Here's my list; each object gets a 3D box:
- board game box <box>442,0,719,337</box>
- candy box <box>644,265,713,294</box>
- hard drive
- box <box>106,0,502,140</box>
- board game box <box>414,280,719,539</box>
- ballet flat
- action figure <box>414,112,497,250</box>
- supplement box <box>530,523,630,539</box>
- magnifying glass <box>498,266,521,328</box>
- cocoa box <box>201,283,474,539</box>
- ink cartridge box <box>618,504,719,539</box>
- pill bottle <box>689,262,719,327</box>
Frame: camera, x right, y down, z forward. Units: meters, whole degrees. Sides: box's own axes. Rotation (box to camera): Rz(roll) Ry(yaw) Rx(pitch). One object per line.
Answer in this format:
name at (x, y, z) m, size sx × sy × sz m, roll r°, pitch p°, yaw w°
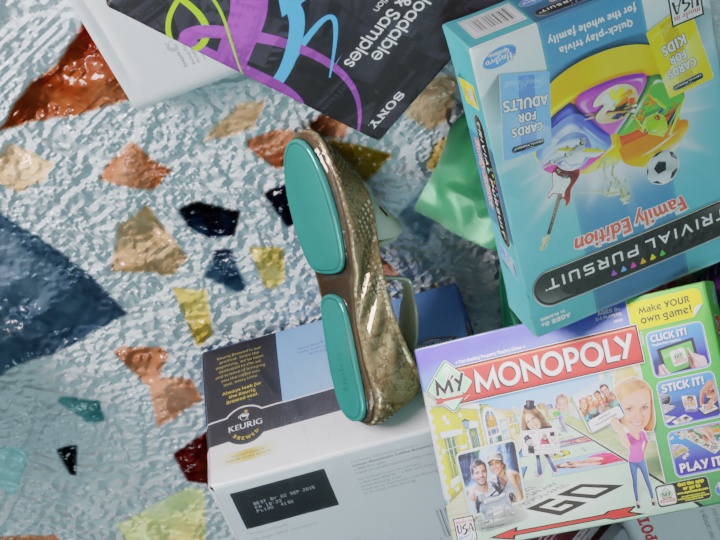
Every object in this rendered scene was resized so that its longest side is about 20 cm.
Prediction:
board game box at (0.145, -0.077, 1.093) m, size 0.150 × 0.047 × 0.202 m, roll -22°, pitch 121°, yaw -9°
candy box at (0.241, -0.025, 1.242) m, size 0.198 × 0.077 × 0.170 m, roll -5°, pitch 133°, yaw -7°
hard drive at (-0.070, -0.180, 1.071) m, size 0.198 × 0.026 × 0.132 m, roll -20°, pitch 134°, yaw 9°
box at (-0.027, -0.168, 1.047) m, size 0.199 × 0.036 × 0.143 m, roll 22°, pitch 127°, yaw -30°
board game box at (0.140, 0.094, 1.154) m, size 0.198 × 0.136 × 0.029 m, roll -15°, pitch 173°, yaw 23°
ballet flat at (0.000, 0.000, 1.202) m, size 0.065 × 0.070 × 0.202 m, roll -18°, pitch 105°, yaw -28°
action figure at (0.112, -0.105, 1.143) m, size 0.117 × 0.055 × 0.202 m, roll 23°, pitch 120°, yaw 15°
supplement box at (0.096, 0.198, 1.332) m, size 0.109 × 0.199 × 0.061 m, roll -46°, pitch 136°, yaw -15°
magnifying glass at (0.117, 0.061, 1.315) m, size 0.022 × 0.080 × 0.201 m, roll -19°, pitch 148°, yaw -15°
cocoa box at (-0.001, 0.119, 1.301) m, size 0.198 × 0.132 × 0.134 m, roll -15°, pitch 134°, yaw 5°
ink cartridge box at (0.279, 0.132, 1.352) m, size 0.198 × 0.147 × 0.147 m, roll -20°, pitch 135°, yaw 10°
pill bottle at (0.268, 0.035, 1.172) m, size 0.112 × 0.113 × 0.200 m, roll 29°, pitch 123°, yaw -32°
